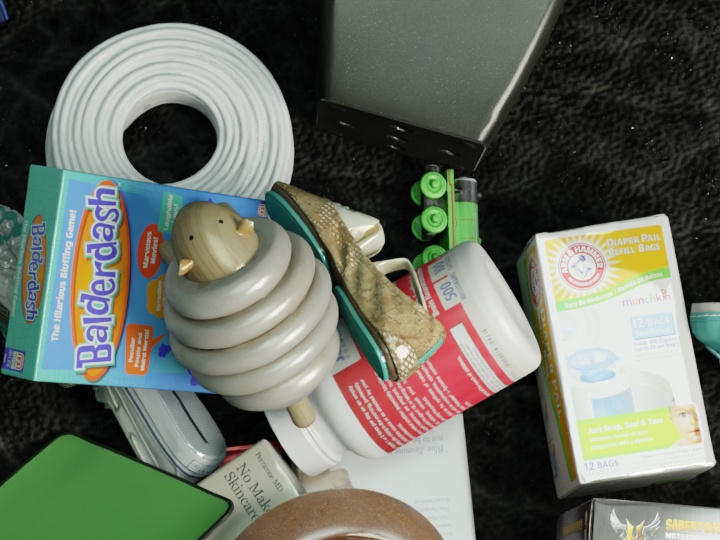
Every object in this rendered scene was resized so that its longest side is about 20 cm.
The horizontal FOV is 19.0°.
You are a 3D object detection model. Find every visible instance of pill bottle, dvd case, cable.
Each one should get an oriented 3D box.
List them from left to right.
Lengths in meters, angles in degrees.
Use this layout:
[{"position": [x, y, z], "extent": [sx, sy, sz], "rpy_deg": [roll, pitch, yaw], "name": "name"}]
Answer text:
[{"position": [-0.152, -0.098, 1.719], "extent": [0.199, 0.069, 0.201], "rpy_deg": [0, 78, -4], "name": "cable"}, {"position": [0.020, 0.214, 1.689], "extent": [0.142, 0.018, 0.201], "rpy_deg": [-4, 78, -6], "name": "dvd case"}, {"position": [0.027, 0.072, 1.639], "extent": [0.200, 0.112, 0.113], "rpy_deg": [-31, 81, 9], "name": "pill bottle"}]

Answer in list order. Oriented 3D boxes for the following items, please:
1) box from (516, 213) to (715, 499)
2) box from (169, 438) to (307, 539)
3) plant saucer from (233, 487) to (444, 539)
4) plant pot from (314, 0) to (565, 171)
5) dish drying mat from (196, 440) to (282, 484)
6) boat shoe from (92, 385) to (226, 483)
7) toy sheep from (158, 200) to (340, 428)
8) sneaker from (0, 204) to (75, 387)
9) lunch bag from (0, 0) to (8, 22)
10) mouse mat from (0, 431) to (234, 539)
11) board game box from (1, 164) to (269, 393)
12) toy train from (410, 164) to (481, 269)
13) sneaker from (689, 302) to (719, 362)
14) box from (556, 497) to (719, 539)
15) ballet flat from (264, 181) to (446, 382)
[{"position": [0.197, 0.068, 1.691], "extent": [0.112, 0.101, 0.201], "rpy_deg": [-7, 78, -6], "name": "box"}, {"position": [-0.129, 0.217, 1.635], "extent": [0.200, 0.068, 0.082], "rpy_deg": [-36, 77, -1], "name": "box"}, {"position": [-0.018, 0.260, 1.609], "extent": [0.199, 0.034, 0.201], "rpy_deg": [-5, 109, -14], "name": "plant saucer"}, {"position": [0.052, -0.186, 1.697], "extent": [0.199, 0.200, 0.178], "rpy_deg": [16, 84, -1], "name": "plant pot"}, {"position": [-0.090, 0.236, 1.677], "extent": [0.076, 0.018, 0.201], "rpy_deg": [-5, 77, -4], "name": "dish drying mat"}, {"position": [-0.180, 0.085, 1.676], "extent": [0.067, 0.073, 0.200], "rpy_deg": [-42, 64, 27], "name": "boat shoe"}, {"position": [-0.077, 0.032, 1.545], "extent": [0.138, 0.138, 0.200], "rpy_deg": [-39, 122, -11], "name": "toy sheep"}, {"position": [-0.268, 0.022, 1.669], "extent": [0.077, 0.092, 0.200], "rpy_deg": [-25, 45, -30], "name": "sneaker"}, {"position": [-0.366, -0.268, 1.708], "extent": [0.132, 0.136, 0.201], "rpy_deg": [-27, 80, -10], "name": "lunch bag"}, {"position": [-0.210, 0.193, 1.598], "extent": [0.199, 0.008, 0.161], "rpy_deg": [17, 46, 40], "name": "mouse mat"}, {"position": [-0.162, 0.010, 1.590], "extent": [0.199, 0.045, 0.153], "rpy_deg": [7, 92, -44], "name": "board game box"}, {"position": [0.072, 0.013, 1.728], "extent": [0.056, 0.042, 0.201], "rpy_deg": [3, 77, -14], "name": "toy train"}, {"position": [0.332, 0.083, 1.680], "extent": [0.199, 0.071, 0.080], "rpy_deg": [23, 74, -30], "name": "sneaker"}, {"position": [0.258, 0.210, 1.635], "extent": [0.199, 0.158, 0.049], "rpy_deg": [5, 79, -2], "name": "box"}, {"position": [0.000, 0.000, 1.591], "extent": [0.065, 0.071, 0.200], "rpy_deg": [-26, 58, -14], "name": "ballet flat"}]
